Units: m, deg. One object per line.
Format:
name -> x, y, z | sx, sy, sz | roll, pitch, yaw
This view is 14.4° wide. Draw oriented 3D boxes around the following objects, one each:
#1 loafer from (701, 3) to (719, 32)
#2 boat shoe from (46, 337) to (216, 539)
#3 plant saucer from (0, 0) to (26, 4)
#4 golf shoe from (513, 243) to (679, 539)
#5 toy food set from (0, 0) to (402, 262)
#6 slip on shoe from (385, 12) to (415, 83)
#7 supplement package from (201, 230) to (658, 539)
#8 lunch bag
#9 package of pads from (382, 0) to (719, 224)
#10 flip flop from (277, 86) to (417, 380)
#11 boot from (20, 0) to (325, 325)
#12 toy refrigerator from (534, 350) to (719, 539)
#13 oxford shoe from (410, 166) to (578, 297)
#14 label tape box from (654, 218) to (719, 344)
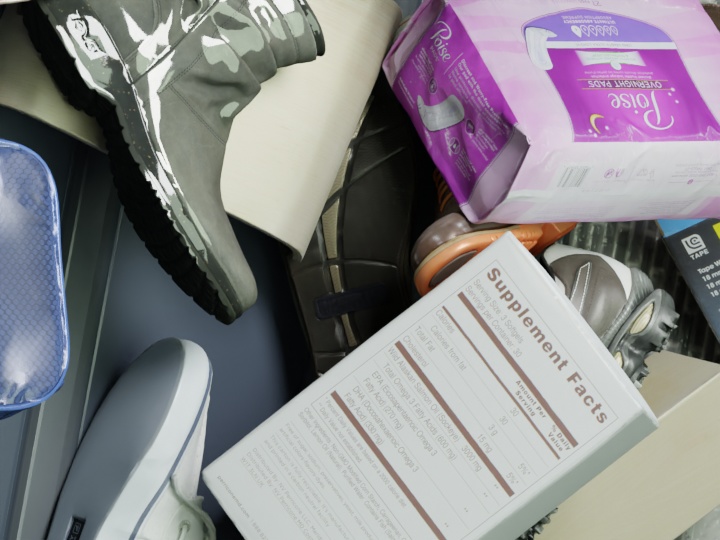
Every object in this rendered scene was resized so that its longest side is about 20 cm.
loafer -> 0.257, -0.121, 1.716 | 0.200, 0.073, 0.071 | 25, 69, -39
boat shoe -> -0.107, 0.139, 1.473 | 0.086, 0.075, 0.202 | 25, 82, -33
plant saucer -> -0.193, -0.219, 1.375 | 0.200, 0.037, 0.201 | 5, 75, -20
golf shoe -> 0.088, 0.078, 1.545 | 0.094, 0.078, 0.200 | 33, 80, 3
toy food set -> -0.086, -0.110, 1.472 | 0.200, 0.060, 0.144 | 26, 79, -20
slip on shoe -> 0.090, -0.116, 1.597 | 0.200, 0.061, 0.074 | -2, 108, -37
supplement package -> 0.039, 0.091, 1.453 | 0.200, 0.117, 0.117 | -38, 78, 3
lunch bag -> -0.237, 0.012, 1.339 | 0.200, 0.132, 0.136 | 4, 76, -34
package of pads -> 0.122, -0.086, 1.508 | 0.200, 0.076, 0.121 | -3, 53, -39
flip flop -> 0.000, 0.000, 1.543 | 0.081, 0.058, 0.200 | -10, 94, 2
boot -> -0.068, -0.085, 1.408 | 0.131, 0.068, 0.200 | -30, 98, -18
toy refrigerator -> 0.132, 0.131, 1.646 | 0.200, 0.070, 0.076 | -34, 116, -26
oxford shoe -> 0.058, -0.029, 1.536 | 0.073, 0.071, 0.200 | 54, 17, 5
label tape box -> 0.265, -0.015, 1.681 | 0.144, 0.063, 0.200 | -25, 114, 13
